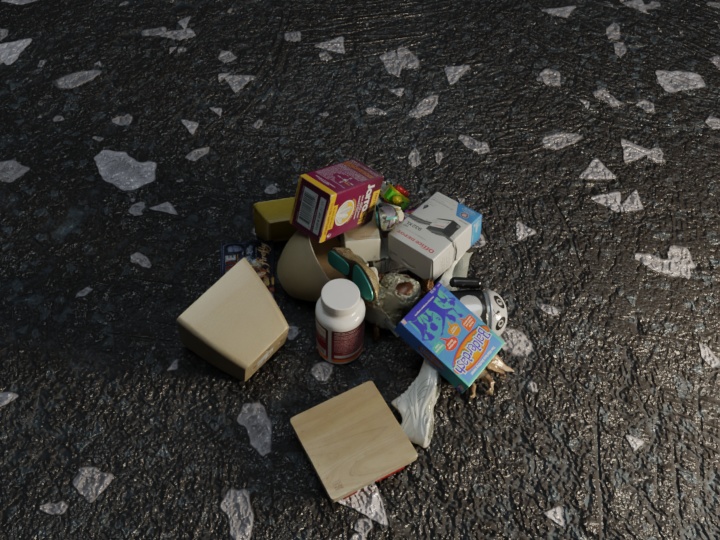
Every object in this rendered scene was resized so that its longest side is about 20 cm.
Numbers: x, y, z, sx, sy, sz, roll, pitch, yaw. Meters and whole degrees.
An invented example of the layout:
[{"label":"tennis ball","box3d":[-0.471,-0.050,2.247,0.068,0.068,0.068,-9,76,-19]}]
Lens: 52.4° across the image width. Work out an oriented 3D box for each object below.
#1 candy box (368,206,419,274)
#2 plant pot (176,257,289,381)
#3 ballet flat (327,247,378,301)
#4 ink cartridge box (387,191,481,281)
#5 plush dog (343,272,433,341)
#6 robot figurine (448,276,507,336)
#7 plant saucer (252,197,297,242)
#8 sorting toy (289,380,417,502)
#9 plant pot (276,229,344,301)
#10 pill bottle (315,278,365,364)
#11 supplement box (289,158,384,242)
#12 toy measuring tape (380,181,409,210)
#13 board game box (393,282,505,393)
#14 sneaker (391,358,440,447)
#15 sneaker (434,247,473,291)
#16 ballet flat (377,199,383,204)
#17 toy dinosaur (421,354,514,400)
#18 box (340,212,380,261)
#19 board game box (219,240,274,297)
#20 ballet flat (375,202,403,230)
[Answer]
[{"label":"candy box","box3d":[0.093,-0.077,1.893,0.199,0.061,0.137,-17,52,-16]},{"label":"plant pot","box3d":[-0.268,0.128,1.626,0.177,0.200,0.200,42,68,6]},{"label":"ballet flat","box3d":[0.000,0.000,1.650,0.065,0.071,0.200,-14,40,-30]},{"label":"ink cartridge box","box3d":[0.183,-0.086,1.804,0.145,0.084,0.200,32,57,28]},{"label":"plush dog","box3d":[0.079,0.065,1.741,0.199,0.162,0.172,12,29,33]},{"label":"robot figurine","box3d":[0.242,0.107,1.709,0.198,0.151,0.125,-1,36,-3]},{"label":"plant saucer","box3d":[-0.168,-0.125,1.851,0.198,0.200,0.049,-10,73,-10]},{"label":"sorting toy","box3d":[-0.017,0.363,1.529,0.199,0.070,0.199,-22,55,-19]},{"label":"plant pot","box3d":[-0.122,-0.005,1.766,0.134,0.200,0.201,-27,49,19]},{"label":"pill bottle","box3d":[-0.045,0.114,1.644,0.112,0.201,0.114,1,51,-2]},{"label":"supplement box","box3d":[-0.055,-0.165,1.699,0.103,0.132,0.200,33,37,25]},{"label":"toy measuring tape","box3d":[0.091,-0.199,1.967,0.073,0.074,0.200,-5,17,-6]},{"label":"board game box","box3d":[0.194,0.143,1.589,0.200,0.045,0.152,42,57,7]},{"label":"sneaker","box3d":[0.118,0.275,1.583,0.099,0.078,0.201,7,67,16]},{"label":"sneaker","box3d":[0.238,0.015,1.830,0.079,0.074,0.200,38,53,-3]},{"label":"ballet flat","box3d":[0.000,-0.166,1.959,0.198,0.070,0.070,-4,51,-6]},{"label":"toy dinosaur","box3d":[0.248,0.209,1.650,0.198,0.086,0.136,-13,55,-10]},{"label":"box","box3d":[-0.008,-0.118,1.834,0.094,0.078,0.201,-6,48,-6]},{"label":"board game box","box3d":[-0.281,0.014,1.822,0.134,0.035,0.201,-3,51,-5]},{"label":"ballet flat","box3d":[0.073,-0.133,1.803,0.071,0.073,0.200,3,9,0]}]
